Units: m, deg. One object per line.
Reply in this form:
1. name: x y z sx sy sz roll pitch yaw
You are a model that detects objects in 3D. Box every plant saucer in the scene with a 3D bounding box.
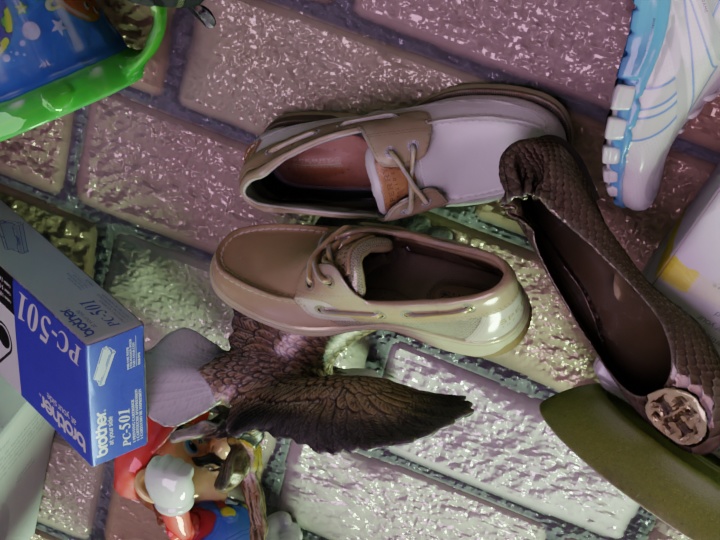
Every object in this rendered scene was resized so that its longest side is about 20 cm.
1. plant saucer: 0.196 0.119 0.983 0.200 0.200 0.031 31 100 1

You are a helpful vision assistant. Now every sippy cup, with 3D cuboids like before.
1. sippy cup: -0.215 -0.149 1.010 0.140 0.178 0.131 -1 114 63

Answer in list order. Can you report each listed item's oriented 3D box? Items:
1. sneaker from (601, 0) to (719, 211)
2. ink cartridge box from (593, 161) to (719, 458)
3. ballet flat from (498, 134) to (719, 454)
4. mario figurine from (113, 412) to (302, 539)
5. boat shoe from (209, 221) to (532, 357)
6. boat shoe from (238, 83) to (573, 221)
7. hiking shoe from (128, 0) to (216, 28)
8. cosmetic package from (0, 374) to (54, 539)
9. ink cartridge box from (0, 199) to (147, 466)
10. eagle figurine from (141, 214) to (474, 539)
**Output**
1. sneaker: 0.180 -0.115 0.906 0.086 0.075 0.200 12 124 7
2. ink cartridge box: 0.242 0.008 0.948 0.145 0.083 0.200 32 126 2
3. ballet flat: 0.134 0.015 0.927 0.067 0.046 0.200 -37 80 43
4. mario figurine: -0.089 0.166 1.161 0.200 0.106 0.123 58 156 8
5. boat shoe: 0.000 0.000 0.993 0.200 0.072 0.065 11 153 21
6. boat shoe: 0.024 -0.060 1.000 0.199 0.068 0.075 -6 116 23
7. hiking shoe: -0.082 -0.235 0.940 0.100 0.076 0.200 12 115 -35
8. cosmetic package: -0.309 0.153 1.185 0.123 0.199 0.200 24 126 5
9. ink cartridge box: -0.208 0.033 1.103 0.200 0.044 0.094 35 134 41
10. eagle figurine: -0.027 0.062 1.067 0.152 0.151 0.200 53 136 3
